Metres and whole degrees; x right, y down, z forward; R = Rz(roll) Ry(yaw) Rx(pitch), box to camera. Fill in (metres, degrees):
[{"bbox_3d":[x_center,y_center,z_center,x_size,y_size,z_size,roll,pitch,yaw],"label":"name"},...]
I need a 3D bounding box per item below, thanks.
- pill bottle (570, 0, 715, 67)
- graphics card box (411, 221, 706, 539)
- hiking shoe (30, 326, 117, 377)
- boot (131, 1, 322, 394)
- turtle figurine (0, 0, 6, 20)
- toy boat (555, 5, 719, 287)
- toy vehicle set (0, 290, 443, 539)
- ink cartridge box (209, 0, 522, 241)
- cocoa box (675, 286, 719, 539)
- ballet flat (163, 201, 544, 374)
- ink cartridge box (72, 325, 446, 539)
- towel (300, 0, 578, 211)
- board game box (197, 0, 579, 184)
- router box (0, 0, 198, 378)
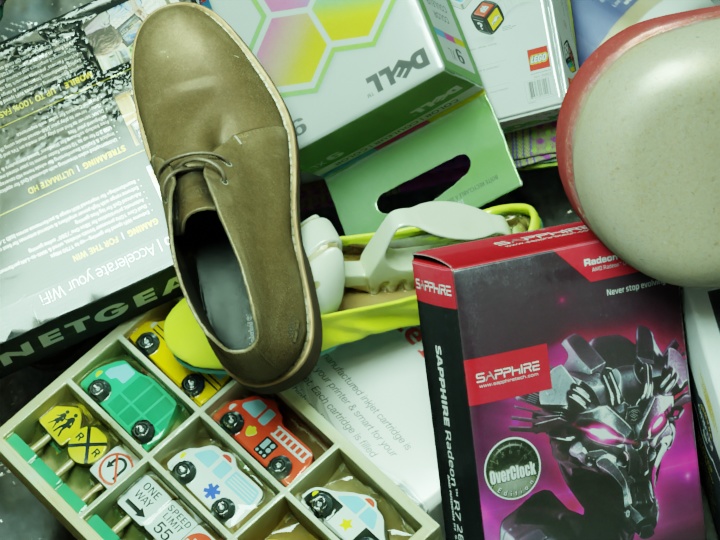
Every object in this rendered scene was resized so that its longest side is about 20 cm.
[{"bbox_3d":[0.087,-0.149,1.624,0.200,0.111,0.111,37,72,24],"label":"pill bottle"},{"bbox_3d":[0.099,0.081,1.451,0.125,0.051,0.201,-10,101,-24],"label":"graphics card box"},{"bbox_3d":[-0.138,-0.037,1.552,0.076,0.100,0.201,32,102,45],"label":"hiking shoe"},{"bbox_3d":[-0.069,-0.045,1.422,0.073,0.075,0.201,-21,71,12],"label":"boot"},{"bbox_3d":[-0.233,-0.106,1.650,0.200,0.101,0.150,39,87,8],"label":"turtle figurine"},{"bbox_3d":[0.185,-0.074,1.425,0.199,0.131,0.131,-11,21,-16],"label":"toy boat"},{"bbox_3d":[-0.071,0.108,1.455,0.124,0.027,0.200,-42,62,-14],"label":"toy vehicle set"},{"bbox_3d":[-0.007,-0.114,1.506,0.103,0.059,0.201,-27,74,20],"label":"ink cartridge box"},{"bbox_3d":[0.220,0.014,1.507,0.133,0.131,0.201,-12,61,-2],"label":"cocoa box"},{"bbox_3d":[0.000,0.000,1.473,0.199,0.067,0.067,-9,48,-14],"label":"ballet flat"},{"bbox_3d":[-0.024,0.101,1.518,0.200,0.084,0.145,-37,63,-12],"label":"ink cartridge box"},{"bbox_3d":[0.022,-0.111,1.578,0.199,0.023,0.145,-9,81,24],"label":"towel"},{"bbox_3d":[0.011,-0.122,1.552,0.199,0.035,0.127,-13,80,23],"label":"board game box"},{"bbox_3d":[-0.150,-0.044,1.495,0.199,0.051,0.150,-24,73,-4],"label":"router box"}]
